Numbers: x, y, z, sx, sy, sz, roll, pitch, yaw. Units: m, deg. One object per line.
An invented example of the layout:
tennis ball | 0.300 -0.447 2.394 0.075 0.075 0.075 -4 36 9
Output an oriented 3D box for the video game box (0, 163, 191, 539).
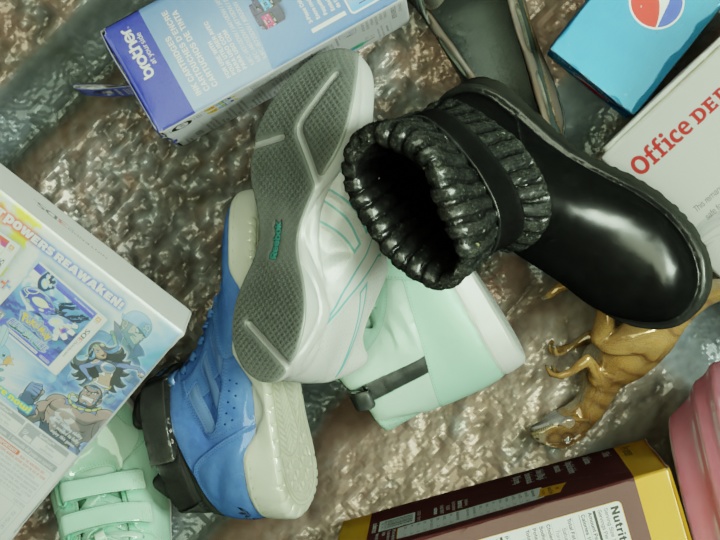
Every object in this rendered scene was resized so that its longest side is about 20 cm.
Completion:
video game box | -0.233 0.035 1.625 0.200 0.047 0.182 39 109 -8

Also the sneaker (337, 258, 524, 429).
sneaker | 0.000 0.000 1.684 0.118 0.074 0.200 -31 89 5

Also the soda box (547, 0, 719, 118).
soda box | 0.202 -0.192 1.687 0.068 0.064 0.200 38 91 1

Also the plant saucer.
plant saucer | 0.226 0.154 1.629 0.051 0.201 0.201 -15 91 10

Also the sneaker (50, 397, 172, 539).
sneaker | -0.152 0.158 1.675 0.074 0.118 0.200 -16 90 3

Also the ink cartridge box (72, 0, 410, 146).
ink cartridge box | -0.074 -0.140 1.657 0.200 0.136 0.076 -30 88 1

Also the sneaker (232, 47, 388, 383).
sneaker | -0.021 -0.030 1.616 0.070 0.080 0.200 8 87 43

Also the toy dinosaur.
toy dinosaur | 0.175 0.032 1.689 0.200 0.060 0.106 -42 86 30

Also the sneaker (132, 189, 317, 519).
sneaker | -0.092 0.053 1.674 0.111 0.077 0.200 -3 96 27

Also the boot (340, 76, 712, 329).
boot | 0.096 -0.023 1.589 0.211 0.158 0.079 36 115 9

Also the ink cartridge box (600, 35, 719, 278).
ink cartridge box | 0.267 -0.055 1.645 0.200 0.083 0.147 45 134 0

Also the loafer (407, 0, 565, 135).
loafer | 0.072 -0.159 1.691 0.072 0.063 0.200 -28 91 2

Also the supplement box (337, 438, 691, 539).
supplement box | 0.099 0.196 1.631 0.200 0.197 0.133 -16 91 2
